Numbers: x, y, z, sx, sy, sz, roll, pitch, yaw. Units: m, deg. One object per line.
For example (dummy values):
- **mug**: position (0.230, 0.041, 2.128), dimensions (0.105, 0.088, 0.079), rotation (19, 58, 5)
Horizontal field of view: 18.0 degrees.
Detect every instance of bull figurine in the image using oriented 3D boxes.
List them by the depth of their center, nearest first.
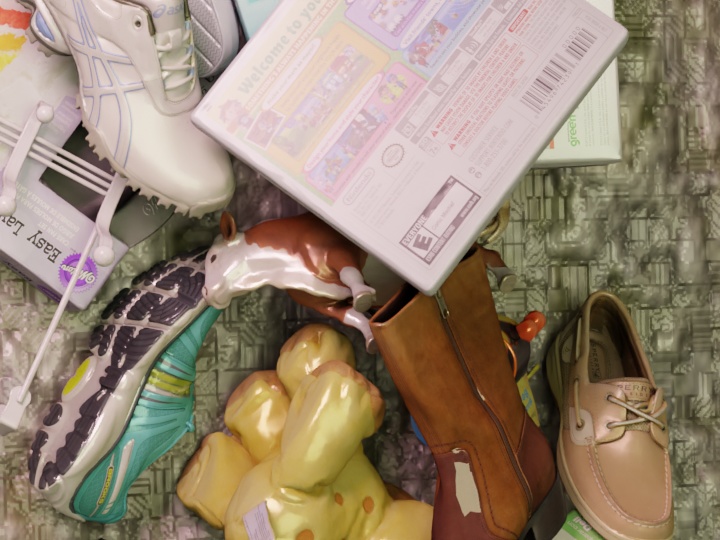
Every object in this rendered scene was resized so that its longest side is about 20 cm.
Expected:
- **bull figurine**: position (0.000, 0.000, 1.449), dimensions (0.200, 0.121, 0.065), rotation (-11, 128, -33)

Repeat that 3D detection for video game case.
- **video game case**: position (0.029, -0.115, 1.360), dimensions (0.182, 0.022, 0.200), rotation (36, 82, 11)

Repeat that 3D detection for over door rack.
- **over door rack**: position (-0.233, -0.014, 1.390), dimensions (0.148, 0.067, 0.200), rotation (28, 82, -16)

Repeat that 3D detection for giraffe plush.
- **giraffe plush**: position (-0.006, 0.157, 1.457), dimensions (0.162, 0.200, 0.173), rotation (33, 118, -23)

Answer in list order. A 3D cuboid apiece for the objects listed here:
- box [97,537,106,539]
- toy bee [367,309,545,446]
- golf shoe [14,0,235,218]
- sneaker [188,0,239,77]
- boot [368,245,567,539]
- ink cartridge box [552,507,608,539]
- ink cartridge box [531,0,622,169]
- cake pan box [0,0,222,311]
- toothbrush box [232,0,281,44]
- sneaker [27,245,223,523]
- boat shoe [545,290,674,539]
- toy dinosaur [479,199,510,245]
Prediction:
- **box**: position (-0.178, 0.276, 1.409), dimensions (0.086, 0.164, 0.200), rotation (43, 78, -14)
- **toy bee**: position (0.083, 0.078, 1.513), dimensions (0.200, 0.109, 0.131), rotation (51, 32, -26)
- **golf shoe**: position (-0.132, -0.127, 1.383), dimensions (0.200, 0.097, 0.078), rotation (55, 45, -1)
- **sneaker**: position (-0.126, -0.215, 1.450), dimensions (0.071, 0.073, 0.200), rotation (-19, 77, -54)
- **boot**: position (0.052, 0.112, 1.368), dimensions (0.188, 0.068, 0.200), rotation (-42, 123, -38)
- **ink cartridge box**: position (0.105, 0.259, 1.479), dimensions (0.200, 0.084, 0.146), rotation (-28, 144, -34)
- **ink cartridge box**: position (0.079, -0.166, 1.526), dimensions (0.175, 0.084, 0.200), rotation (-3, 91, -3)
- **cake pan box**: position (-0.201, -0.098, 1.461), dimensions (0.200, 0.052, 0.184), rotation (39, 81, -15)
- **toothbrush box**: position (-0.010, -0.187, 1.438), dimensions (0.146, 0.085, 0.200), rotation (-18, 91, -3)
- **sneaker**: position (-0.139, 0.073, 1.481), dimensions (0.080, 0.077, 0.200), rotation (39, 80, -37)
- **boat shoe**: position (0.169, 0.098, 1.512), dimensions (0.071, 0.200, 0.065), rotation (5, 132, -19)
- **toy dinosaur**: position (0.069, -0.069, 1.405), dimensions (0.200, 0.058, 0.101), rotation (-23, 142, 2)
